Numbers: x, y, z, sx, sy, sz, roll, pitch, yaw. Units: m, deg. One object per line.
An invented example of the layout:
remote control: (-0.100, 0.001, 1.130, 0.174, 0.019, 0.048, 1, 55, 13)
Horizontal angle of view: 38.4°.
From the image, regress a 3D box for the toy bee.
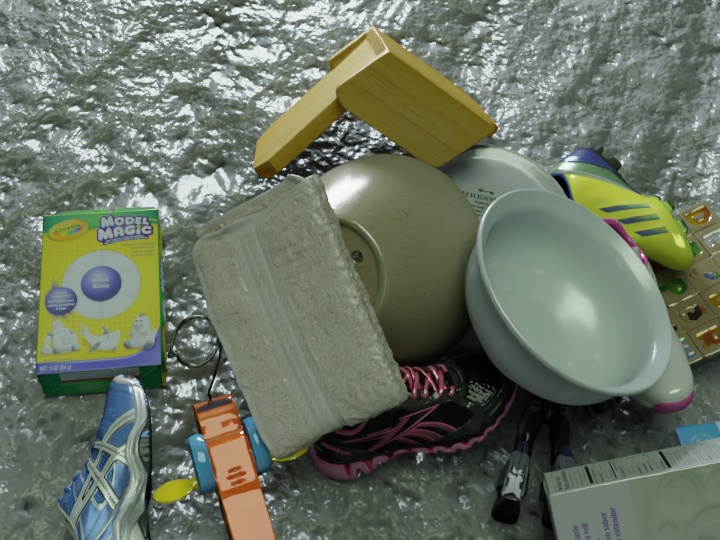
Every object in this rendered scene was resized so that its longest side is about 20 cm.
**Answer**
toy bee: (-0.109, 0.150, 0.888, 0.128, 0.109, 0.205, 6, 80, -11)

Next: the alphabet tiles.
alphabet tiles: (0.323, 0.012, 1.013, 0.197, 0.006, 0.168, -25, 47, 0)

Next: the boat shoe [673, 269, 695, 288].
boat shoe: (0.399, 0.037, 1.013, 0.198, 0.065, 0.072, 32, 59, 16)

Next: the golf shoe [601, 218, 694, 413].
golf shoe: (0.248, 0.037, 0.953, 0.074, 0.092, 0.202, -16, 48, -5)

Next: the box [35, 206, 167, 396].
box: (-0.245, 0.016, 0.986, 0.115, 0.049, 0.203, -4, 55, -8)

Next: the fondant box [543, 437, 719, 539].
fondant box: (0.255, 0.217, 0.810, 0.196, 0.058, 0.147, -13, 96, 8)

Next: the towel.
towel: (-0.053, 0.036, 0.827, 0.131, 0.034, 0.203, -26, 85, 22)

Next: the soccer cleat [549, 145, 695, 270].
soccer cleat: (0.259, -0.053, 1.047, 0.083, 0.065, 0.201, -32, 44, -5)

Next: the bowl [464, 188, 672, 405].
bowl: (0.161, 0.037, 0.882, 0.198, 0.091, 0.204, 19, 48, -22)

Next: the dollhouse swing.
dollhouse swing: (0.011, -0.138, 1.058, 0.180, 0.177, 0.200, 32, 13, -14)

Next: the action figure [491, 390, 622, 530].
action figure: (0.170, 0.130, 0.933, 0.127, 0.070, 0.203, 9, 53, 8)

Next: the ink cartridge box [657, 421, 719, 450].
ink cartridge box: (0.374, 0.191, 0.908, 0.195, 0.067, 0.118, -6, 57, -8)

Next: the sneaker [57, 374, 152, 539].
sneaker: (-0.212, 0.178, 0.862, 0.075, 0.076, 0.203, 1, 55, -9)

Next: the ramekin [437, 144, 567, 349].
ramekin: (0.120, -0.032, 1.019, 0.198, 0.095, 0.206, 2, 56, -3)

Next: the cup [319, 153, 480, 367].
cup: (0.000, 0.000, 0.898, 0.198, 0.203, 0.143, 30, 14, 15)

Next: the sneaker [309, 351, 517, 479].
sneaker: (0.040, 0.112, 0.888, 0.197, 0.096, 0.080, -22, 47, 2)
